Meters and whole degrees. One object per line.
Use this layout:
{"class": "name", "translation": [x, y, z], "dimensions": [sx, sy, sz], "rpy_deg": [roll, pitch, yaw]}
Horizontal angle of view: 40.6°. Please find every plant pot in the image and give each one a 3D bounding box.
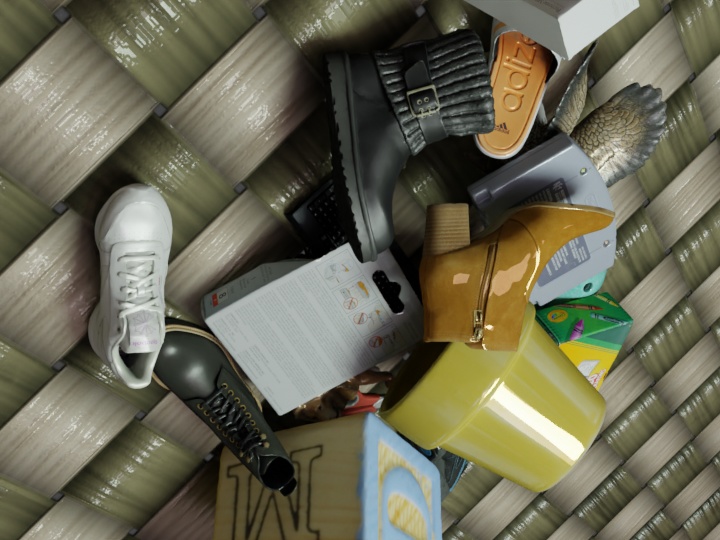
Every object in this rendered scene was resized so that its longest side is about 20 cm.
{"class": "plant pot", "translation": [0.152, 0.134, 1.055], "dimensions": [0.189, 0.201, 0.201], "rpy_deg": [38, 97, -2]}

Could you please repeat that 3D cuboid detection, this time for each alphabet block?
{"class": "alphabet block", "translation": [-0.034, 0.300, 1.111], "dimensions": [0.200, 0.197, 0.195], "rpy_deg": [-16, 141, 24]}

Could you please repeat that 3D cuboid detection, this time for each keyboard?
{"class": "keyboard", "translation": [0.000, 0.000, 1.042], "dimensions": [0.104, 0.040, 0.200], "rpy_deg": [-42, 118, -5]}

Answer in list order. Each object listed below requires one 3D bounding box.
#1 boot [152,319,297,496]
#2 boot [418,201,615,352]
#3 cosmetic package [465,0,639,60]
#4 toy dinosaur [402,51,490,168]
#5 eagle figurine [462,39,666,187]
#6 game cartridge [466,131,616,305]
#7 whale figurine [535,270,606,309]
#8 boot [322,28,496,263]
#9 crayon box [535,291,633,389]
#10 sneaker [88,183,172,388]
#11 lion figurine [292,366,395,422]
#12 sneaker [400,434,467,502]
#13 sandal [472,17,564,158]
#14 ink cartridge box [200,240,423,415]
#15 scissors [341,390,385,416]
{"class": "boot", "translation": [-0.139, 0.143, 1.014], "dimensions": [0.077, 0.138, 0.200], "rpy_deg": [-43, 135, -1]}
{"class": "boot", "translation": [0.153, 0.007, 0.947], "dimensions": [0.201, 0.071, 0.144], "rpy_deg": [-2, 89, -11]}
{"class": "cosmetic package", "translation": [0.148, -0.267, 0.877], "dimensions": [0.083, 0.200, 0.051], "rpy_deg": [-40, 136, -6]}
{"class": "toy dinosaur", "translation": [0.081, -0.189, 1.001], "dimensions": [0.200, 0.047, 0.088], "rpy_deg": [-43, 139, -8]}
{"class": "eagle figurine", "translation": [0.215, -0.142, 1.057], "dimensions": [0.151, 0.200, 0.152], "rpy_deg": [59, 38, -8]}
{"class": "game cartridge", "translation": [0.202, -0.052, 1.037], "dimensions": [0.133, 0.041, 0.200], "rpy_deg": [-27, 135, 5]}
{"class": "whale figurine", "translation": [0.218, 0.001, 1.191], "dimensions": [0.200, 0.104, 0.159], "rpy_deg": [-9, 126, -33]}
{"class": "boot", "translation": [0.053, -0.119, 0.924], "dimensions": [0.158, 0.079, 0.211], "rpy_deg": [-7, 96, -8]}
{"class": "crayon box", "translation": [0.246, 0.125, 1.217], "dimensions": [0.119, 0.058, 0.200], "rpy_deg": [-13, 138, -27]}
{"class": "sneaker", "translation": [-0.203, 0.018, 0.904], "dimensions": [0.075, 0.100, 0.200], "rpy_deg": [-6, 123, -30]}
{"class": "lion figurine", "translation": [-0.009, 0.083, 1.126], "dimensions": [0.122, 0.072, 0.200], "rpy_deg": [7, 103, -30]}
{"class": "sneaker", "translation": [0.104, 0.229, 1.314], "dimensions": [0.082, 0.073, 0.200], "rpy_deg": [-38, 144, -28]}
{"class": "sandal", "translation": [0.167, -0.212, 0.966], "dimensions": [0.079, 0.059, 0.207], "rpy_deg": [15, 82, -6]}
{"class": "ink cartridge box", "translation": [-0.043, 0.047, 1.028], "dimensions": [0.200, 0.050, 0.162], "rpy_deg": [-30, 125, 3]}
{"class": "scissors", "translation": [0.025, 0.163, 1.236], "dimensions": [0.200, 0.014, 0.073], "rpy_deg": [-13, 127, -27]}
